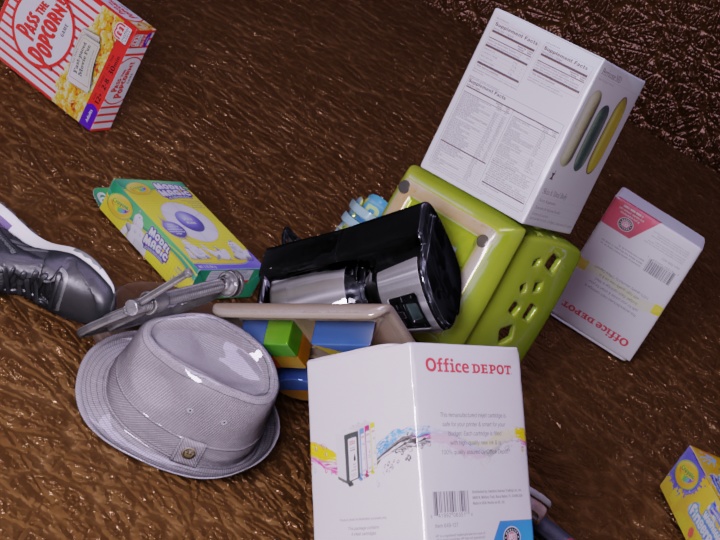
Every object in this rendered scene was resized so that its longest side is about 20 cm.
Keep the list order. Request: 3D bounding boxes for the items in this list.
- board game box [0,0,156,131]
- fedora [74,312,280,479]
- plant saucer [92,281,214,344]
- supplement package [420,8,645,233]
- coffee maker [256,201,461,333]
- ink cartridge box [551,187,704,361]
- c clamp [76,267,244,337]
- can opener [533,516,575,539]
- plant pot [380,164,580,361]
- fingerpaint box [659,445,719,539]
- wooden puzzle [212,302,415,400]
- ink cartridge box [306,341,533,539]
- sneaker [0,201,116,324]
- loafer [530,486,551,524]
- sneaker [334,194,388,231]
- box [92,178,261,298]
[{"bbox_3d":[-0.374,-0.297,1.880,0.200,0.152,0.046,37,23,18],"label":"board game box"},{"bbox_3d":[-0.156,0.101,1.362,0.199,0.091,0.177,25,36,-10],"label":"fedora"},{"bbox_3d":[-0.183,0.072,1.509,0.199,0.030,0.200,26,22,-11],"label":"plant saucer"},{"bbox_3d":[0.200,-0.169,1.692,0.150,0.201,0.151,31,11,27],"label":"supplement package"},{"bbox_3d":[0.000,0.000,1.593,0.135,0.199,0.193,50,30,-54],"label":"coffee maker"},{"bbox_3d":[0.381,0.005,2.116,0.145,0.201,0.083,33,20,6],"label":"ink cartridge box"},{"bbox_3d":[-0.177,0.031,1.386,0.200,0.170,0.027,-14,81,-66],"label":"c clamp"},{"bbox_3d":[0.203,0.293,1.478,0.078,0.064,0.200,1,37,-49],"label":"can opener"},{"bbox_3d":[0.109,-0.001,1.724,0.199,0.200,0.181,33,5,29],"label":"plant pot"},{"bbox_3d":[0.465,0.317,1.735,0.166,0.074,0.200,23,23,-20],"label":"fingerpaint box"},{"bbox_3d":[-0.031,0.087,1.455,0.184,0.047,0.200,-1,-25,22],"label":"wooden puzzle"},{"bbox_3d":[0.052,0.172,1.315,0.147,0.144,0.202,7,76,-43],"label":"ink cartridge box"},{"bbox_3d":[-0.334,0.006,1.425,0.199,0.076,0.088,29,31,15],"label":"sneaker"},{"bbox_3d":[0.091,0.218,1.481,0.199,0.063,0.072,24,-16,7],"label":"loafer"},{"bbox_3d":[-0.021,-0.029,1.782,0.079,0.131,0.200,35,23,9],"label":"sneaker"},{"bbox_3d":[-0.212,-0.045,1.693,0.200,0.049,0.117,42,25,29],"label":"box"}]
